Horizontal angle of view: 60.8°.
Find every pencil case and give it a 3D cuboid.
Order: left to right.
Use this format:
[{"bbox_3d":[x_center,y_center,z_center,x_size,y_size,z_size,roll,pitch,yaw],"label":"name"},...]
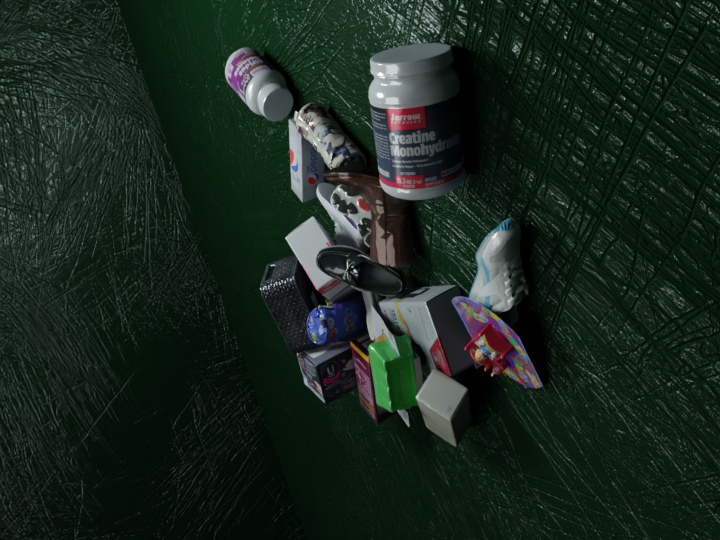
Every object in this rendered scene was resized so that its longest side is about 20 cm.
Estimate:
[{"bbox_3d":[-0.066,-0.268,1.288,0.078,0.088,0.201,-55,54,28],"label":"pencil case"},{"bbox_3d":[-0.036,0.104,1.419,0.077,0.197,0.089,11,112,45],"label":"pencil case"}]

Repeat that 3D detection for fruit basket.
[{"bbox_3d":[0.062,0.182,1.225,0.200,0.091,0.191,-115,16,-74],"label":"fruit basket"}]

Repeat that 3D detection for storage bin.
[{"bbox_3d":[-0.150,0.079,1.467,0.136,0.092,0.203,-86,-25,-61],"label":"storage bin"}]

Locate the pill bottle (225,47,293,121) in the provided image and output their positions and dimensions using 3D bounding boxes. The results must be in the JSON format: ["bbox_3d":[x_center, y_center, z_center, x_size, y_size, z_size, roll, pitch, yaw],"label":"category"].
[{"bbox_3d":[-0.243,-0.448,1.488,0.201,0.110,0.114,49,151,36],"label":"pill bottle"}]

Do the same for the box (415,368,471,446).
[{"bbox_3d":[0.164,0.268,1.182,0.081,0.069,0.201,29,161,23],"label":"box"}]

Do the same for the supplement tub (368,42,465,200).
[{"bbox_3d":[0.086,-0.224,0.930,0.140,0.138,0.205,34,140,52],"label":"supplement tub"}]

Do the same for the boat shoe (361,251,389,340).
[{"bbox_3d":[0.040,0.054,1.368,0.074,0.059,0.205,119,145,-62],"label":"boat shoe"}]

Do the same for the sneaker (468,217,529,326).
[{"bbox_3d":[0.220,0.005,0.933,0.081,0.076,0.203,42,154,32],"label":"sneaker"}]

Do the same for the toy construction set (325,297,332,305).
[{"bbox_3d":[-0.072,0.040,1.570,0.201,0.090,0.134,124,144,-54],"label":"toy construction set"}]

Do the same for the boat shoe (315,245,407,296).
[{"bbox_3d":[0.000,0.000,1.242,0.060,0.194,0.078,-64,-14,-78],"label":"boat shoe"}]

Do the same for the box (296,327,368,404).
[{"bbox_3d":[-0.044,0.214,1.523,0.131,0.196,0.118,27,134,55],"label":"box"}]

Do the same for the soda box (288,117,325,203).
[{"bbox_3d":[-0.125,-0.264,1.449,0.064,0.067,0.203,50,152,34],"label":"soda box"}]

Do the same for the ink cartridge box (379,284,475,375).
[{"bbox_3d":[0.131,0.114,1.199,0.199,0.081,0.149,-8,104,66],"label":"ink cartridge box"}]

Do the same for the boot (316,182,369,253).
[{"bbox_3d":[-0.047,-0.105,1.390,0.201,0.072,0.097,51,136,32],"label":"boot"}]

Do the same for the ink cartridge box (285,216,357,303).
[{"bbox_3d":[-0.079,-0.016,1.390,0.147,0.084,0.200,57,-177,15],"label":"ink cartridge box"}]

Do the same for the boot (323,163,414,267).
[{"bbox_3d":[0.017,-0.099,1.194,0.182,0.064,0.205,8,118,28],"label":"boot"}]

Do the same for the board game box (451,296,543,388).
[{"bbox_3d":[0.212,0.132,1.005,0.157,0.039,0.202,29,157,54],"label":"board game box"}]

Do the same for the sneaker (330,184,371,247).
[{"bbox_3d":[0.024,-0.106,1.282,0.201,0.081,0.083,49,-172,22],"label":"sneaker"}]

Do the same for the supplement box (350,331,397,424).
[{"bbox_3d":[0.051,0.245,1.455,0.085,0.108,0.205,36,142,50],"label":"supplement box"}]
